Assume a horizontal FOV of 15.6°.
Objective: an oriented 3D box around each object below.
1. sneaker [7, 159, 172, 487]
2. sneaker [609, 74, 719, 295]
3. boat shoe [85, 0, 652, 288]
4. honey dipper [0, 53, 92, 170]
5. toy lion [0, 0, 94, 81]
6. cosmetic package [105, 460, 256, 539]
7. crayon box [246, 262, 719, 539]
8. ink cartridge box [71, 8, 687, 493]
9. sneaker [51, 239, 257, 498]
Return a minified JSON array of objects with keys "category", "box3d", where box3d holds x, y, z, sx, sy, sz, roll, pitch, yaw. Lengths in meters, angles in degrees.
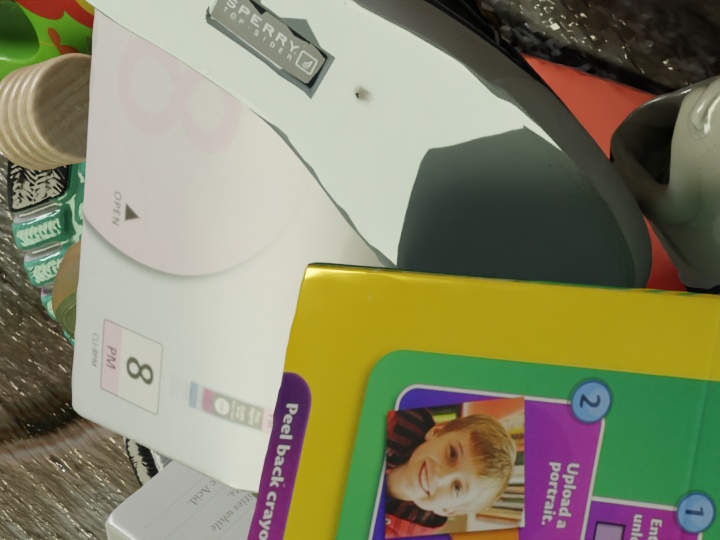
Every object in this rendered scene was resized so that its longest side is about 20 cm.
[{"category":"sneaker","box3d":[-0.083,0.002,1.058,0.074,0.088,0.200,-11,110,15]},{"category":"sneaker","box3d":[0.115,-0.030,0.653,0.071,0.073,0.200,39,159,-8]},{"category":"boat shoe","box3d":[0.011,-0.068,0.732,0.200,0.091,0.071,40,128,4]},{"category":"honey dipper","box3d":[-0.139,-0.051,0.981,0.038,0.038,0.200,49,158,-16]},{"category":"toy lion","box3d":[-0.133,-0.131,0.914,0.192,0.069,0.200,23,152,24]},{"category":"cosmetic package","box3d":[0.017,0.130,0.958,0.200,0.113,0.081,29,146,28]},{"category":"crayon box","box3d":[0.053,0.105,0.640,0.172,0.200,0.058,5,168,29]},{"category":"ink cartridge box","box3d":[0.000,0.000,0.813,0.200,0.057,0.163,24,118,35]},{"category":"sneaker","box3d":[-0.035,0.036,0.924,0.200,0.090,0.067,0,153,32]}]
